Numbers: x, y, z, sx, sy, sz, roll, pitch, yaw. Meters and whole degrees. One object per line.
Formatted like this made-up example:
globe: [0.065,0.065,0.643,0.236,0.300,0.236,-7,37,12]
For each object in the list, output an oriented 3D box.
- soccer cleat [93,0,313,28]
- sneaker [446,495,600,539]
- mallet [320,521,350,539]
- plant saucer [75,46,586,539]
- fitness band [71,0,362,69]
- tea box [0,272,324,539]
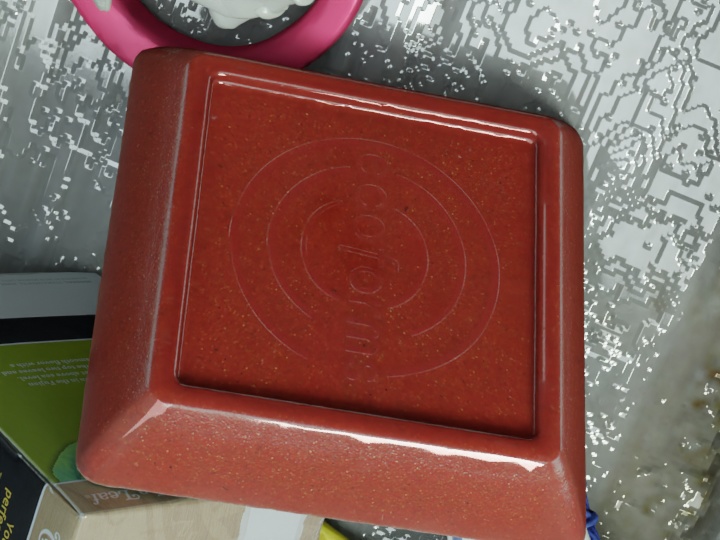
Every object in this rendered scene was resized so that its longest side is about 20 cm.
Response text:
soccer cleat: [-0.024,-0.138,0.737,0.199,0.070,0.087,5,126,13]
sneaker: [0.097,0.147,0.802,0.115,0.081,0.200,2,81,15]
mallet: [0.014,0.160,0.876,0.200,0.041,0.066,41,108,-9]
plant saucer: [0.000,0.000,0.728,0.199,0.200,0.037,10,149,-11]
fitness band: [-0.077,-0.172,0.784,0.143,0.037,0.200,-27,100,19]
tea box: [-0.141,0.131,0.792,0.197,0.133,0.201,37,117,40]
